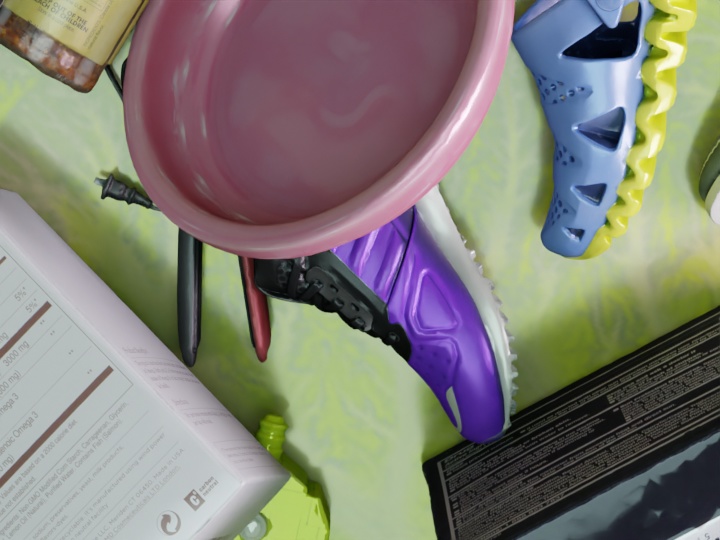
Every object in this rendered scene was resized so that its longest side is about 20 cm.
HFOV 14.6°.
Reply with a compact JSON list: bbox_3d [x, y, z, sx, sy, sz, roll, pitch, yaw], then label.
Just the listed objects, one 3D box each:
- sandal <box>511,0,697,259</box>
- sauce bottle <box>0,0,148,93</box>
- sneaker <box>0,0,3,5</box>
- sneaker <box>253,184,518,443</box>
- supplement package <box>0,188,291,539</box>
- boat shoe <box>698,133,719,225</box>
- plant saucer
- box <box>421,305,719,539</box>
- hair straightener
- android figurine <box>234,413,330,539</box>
[{"bbox_3d":[0.109,-0.103,1.317,0.087,0.080,0.201,12,107,-1],"label":"sandal"},{"bbox_3d":[-0.100,-0.180,1.291,0.066,0.066,0.201,31,91,-5],"label":"sauce bottle"},{"bbox_3d":[-0.199,-0.148,1.257,0.085,0.073,0.200,39,87,22],"label":"sneaker"},{"bbox_3d":[0.000,0.000,1.335,0.099,0.070,0.201,-24,90,-11],"label":"sneaker"},{"bbox_3d":[-0.149,0.067,1.305,0.117,0.117,0.200,-45,81,5],"label":"supplement package"},{"bbox_3d":[0.225,-0.109,1.342,0.200,0.073,0.062,-51,53,14],"label":"boat shoe"},{"bbox_3d":[-0.014,-0.095,1.267,0.200,0.051,0.202,-14,62,27],"label":"plant saucer"},{"bbox_3d":[0.144,0.117,1.298,0.199,0.198,0.124,-28,101,4],"label":"box"},{"bbox_3d":[-0.091,-0.051,1.348,0.076,0.041,0.201,-7,101,1],"label":"hair straightener"},{"bbox_3d":[-0.083,0.161,1.385,0.181,0.041,0.201,14,101,-2],"label":"android figurine"}]
